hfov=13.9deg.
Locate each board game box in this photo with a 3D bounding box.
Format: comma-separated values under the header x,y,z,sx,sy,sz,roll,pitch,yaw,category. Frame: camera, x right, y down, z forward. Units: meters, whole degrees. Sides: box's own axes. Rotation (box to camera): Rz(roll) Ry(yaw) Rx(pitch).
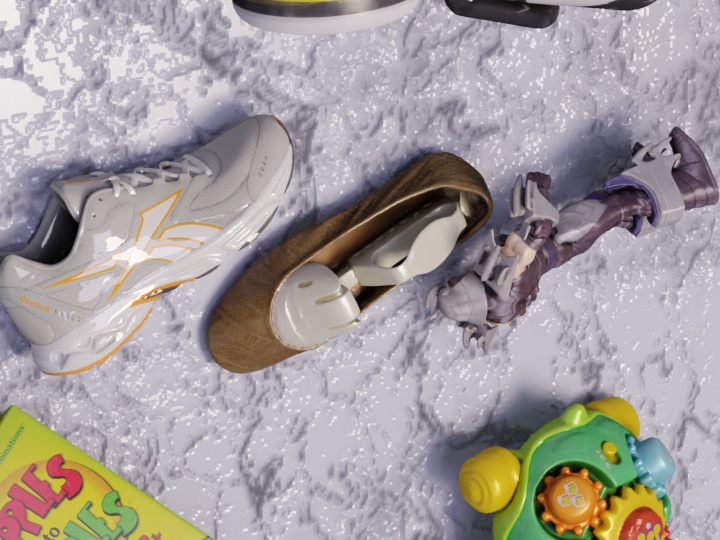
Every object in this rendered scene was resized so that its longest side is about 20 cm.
x,y,z,sx,sy,sz,roll,pitch,yaw,category
-0.149,0.177,1.706,0.199,0.048,0.102,34,74,-6,board game box

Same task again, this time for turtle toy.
x,y,z,sx,sy,sz,roll,pitch,yaw,category
0.147,0.179,1.875,0.145,0.101,0.201,-21,115,-38,turtle toy

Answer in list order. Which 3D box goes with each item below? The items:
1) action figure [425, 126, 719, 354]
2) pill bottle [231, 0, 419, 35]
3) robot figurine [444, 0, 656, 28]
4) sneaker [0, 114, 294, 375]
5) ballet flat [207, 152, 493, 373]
x,y,z,sx,sy,sz,roll,pitch,yaw,category
0.119,-0.019,1.809,0.199,0.130,0.070,-28,77,-23,action figure
-0.025,-0.241,1.657,0.111,0.112,0.201,-14,113,-23,pill bottle
0.120,-0.216,1.734,0.199,0.125,0.151,3,97,-29,robot figurine
-0.127,-0.032,1.697,0.200,0.076,0.092,-42,116,-11,sneaker
0.000,0.000,1.773,0.199,0.072,0.068,-33,117,-15,ballet flat
